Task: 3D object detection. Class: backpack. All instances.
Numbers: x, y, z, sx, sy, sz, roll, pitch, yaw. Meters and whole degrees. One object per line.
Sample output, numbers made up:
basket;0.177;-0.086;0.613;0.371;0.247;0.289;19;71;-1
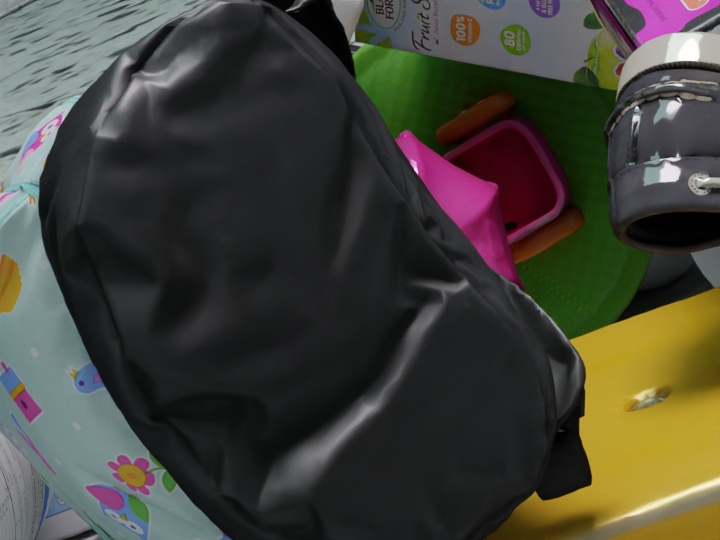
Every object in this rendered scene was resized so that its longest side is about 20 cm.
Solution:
backpack;-0.043;0.009;0.711;0.126;0.167;0.200;-32;9;-15

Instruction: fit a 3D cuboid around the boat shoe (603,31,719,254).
boat shoe;0.159;0.002;0.754;0.073;0.199;0.063;-53;15;54

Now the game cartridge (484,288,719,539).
game cartridge;0.044;0.067;0.763;0.199;0.033;0.176;-22;13;6

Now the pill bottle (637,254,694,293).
pill bottle;0.079;-0.038;1.112;0.199;0.112;0.111;-14;15;31

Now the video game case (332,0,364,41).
video game case;-0.047;-0.034;0.947;0.023;0.201;0.182;20;18;-9

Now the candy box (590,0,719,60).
candy box;0.172;-0.117;0.830;0.199;0.061;0.137;-30;27;5

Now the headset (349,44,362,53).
headset;-0.030;-0.048;1.231;0.093;0.124;0.200;14;4;20

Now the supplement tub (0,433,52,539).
supplement tub;-0.195;0.099;0.974;0.131;0.133;0.200;-20;13;12

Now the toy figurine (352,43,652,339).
toy figurine;0.000;0.000;0.974;0.199;0.151;0.184;-30;2;21

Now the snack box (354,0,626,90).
snack box;0.098;-0.147;1.020;0.141;0.053;0.200;11;39;20

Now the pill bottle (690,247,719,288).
pill bottle;0.211;-0.058;0.966;0.200;0.113;0.113;-31;15;-34

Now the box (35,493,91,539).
box;-0.149;0.054;1.124;0.199;0.113;0.101;-20;13;5
